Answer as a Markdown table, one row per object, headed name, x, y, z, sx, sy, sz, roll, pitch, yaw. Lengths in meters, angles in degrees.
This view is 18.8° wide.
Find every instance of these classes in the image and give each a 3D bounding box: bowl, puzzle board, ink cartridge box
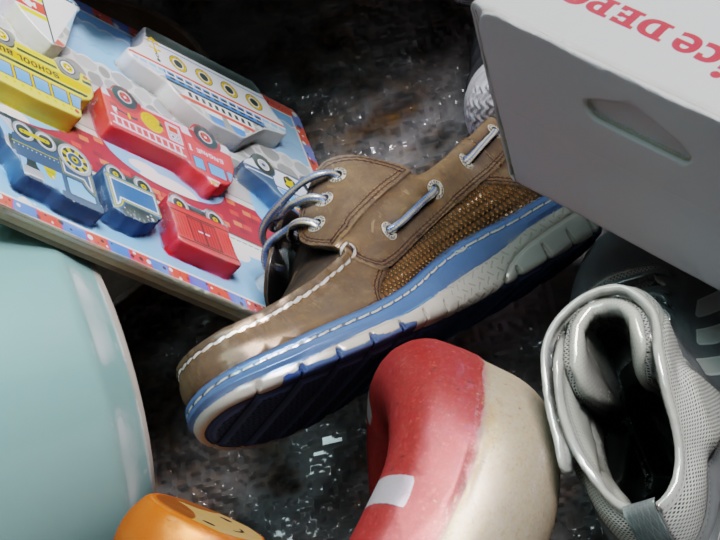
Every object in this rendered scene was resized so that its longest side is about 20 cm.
| name | x | y | z | sx | sy | sz | roll | pitch | yaw |
| --- | --- | --- | --- | --- | --- | --- | --- | --- | --- |
| bowl | -0.140 | 0.054 | 0.773 | 0.104 | 0.202 | 0.201 | -14 | 47 | -19 |
| puzzle board | -0.075 | -0.046 | 0.818 | 0.017 | 0.199 | 0.151 | -42 | 45 | 24 |
| ink cartridge box | 0.158 | -0.088 | 0.724 | 0.200 | 0.084 | 0.145 | -40 | 48 | -23 |

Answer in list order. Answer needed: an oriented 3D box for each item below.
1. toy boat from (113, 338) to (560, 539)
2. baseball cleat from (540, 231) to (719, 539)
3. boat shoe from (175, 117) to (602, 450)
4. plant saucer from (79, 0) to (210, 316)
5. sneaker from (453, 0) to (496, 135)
| name | x | y | z | sx | sy | sz | roll | pitch | yaw |
| --- | --- | --- | --- | --- | --- | --- | --- | --- | --- |
| toy boat | -0.019 | 0.108 | 0.700 | 0.130 | 0.131 | 0.201 | 24 | 61 | 9 |
| baseball cleat | 0.098 | 0.025 | 0.728 | 0.069 | 0.107 | 0.200 | -22 | 35 | 11 |
| boat shoe | 0.000 | 0.000 | 0.784 | 0.200 | 0.072 | 0.073 | -26 | 76 | -44 |
| plant saucer | -0.147 | -0.034 | 0.927 | 0.199 | 0.035 | 0.201 | -9 | 52 | 11 |
| sneaker | 0.130 | -0.116 | 0.873 | 0.199 | 0.076 | 0.114 | -16 | 49 | 5 |
